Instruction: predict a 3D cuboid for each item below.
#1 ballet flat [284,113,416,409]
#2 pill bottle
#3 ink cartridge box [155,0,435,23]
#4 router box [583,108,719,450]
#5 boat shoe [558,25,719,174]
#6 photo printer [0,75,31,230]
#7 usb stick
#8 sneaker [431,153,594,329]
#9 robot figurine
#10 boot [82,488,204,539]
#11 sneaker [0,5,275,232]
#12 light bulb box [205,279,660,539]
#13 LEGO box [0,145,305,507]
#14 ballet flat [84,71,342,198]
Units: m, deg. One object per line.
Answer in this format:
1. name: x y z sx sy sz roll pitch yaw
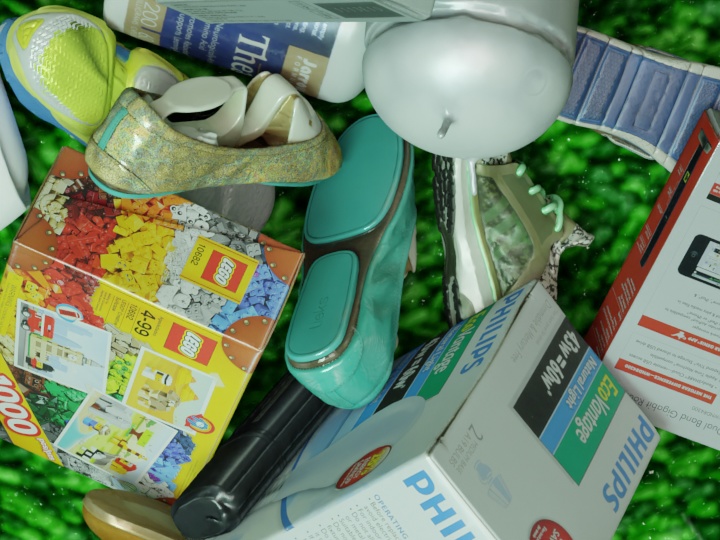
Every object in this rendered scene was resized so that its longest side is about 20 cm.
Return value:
1. ballet flat: 0.000 0.000 1.518 0.067 0.200 0.070 -10 135 25
2. pill bottle: -0.039 -0.162 1.503 0.200 0.111 0.111 18 97 -1
3. ink cartridge box: -0.016 -0.216 1.361 0.044 0.200 0.174 19 82 -37
4. router box: 0.251 0.024 1.513 0.200 0.049 0.180 21 113 -13
5. boat shoe: 0.179 -0.098 1.526 0.200 0.072 0.072 25 100 -10
6. photo printer: -0.291 -0.096 1.536 0.166 0.069 0.200 -18 96 4
7. usb stick: -0.043 0.085 1.502 0.033 0.200 0.055 50 136 -9
8. sneaker: 0.092 -0.031 1.546 0.089 0.077 0.200 -6 104 -8
9. robot figurine: 0.061 -0.145 1.401 0.113 0.170 0.200 -7 63 30
10. boot: -0.120 0.218 1.533 0.201 0.071 0.144 31 96 -43
11. sneaker: -0.136 -0.093 1.540 0.076 0.105 0.200 -51 123 -8
12. light bulb box: 0.034 0.136 1.460 0.200 0.198 0.125 -32 103 33
13. LEGO box: -0.134 0.039 1.490 0.149 0.200 0.077 24 54 -2
14. ballet flat: -0.069 -0.080 1.458 0.071 0.200 0.071 6 99 39
